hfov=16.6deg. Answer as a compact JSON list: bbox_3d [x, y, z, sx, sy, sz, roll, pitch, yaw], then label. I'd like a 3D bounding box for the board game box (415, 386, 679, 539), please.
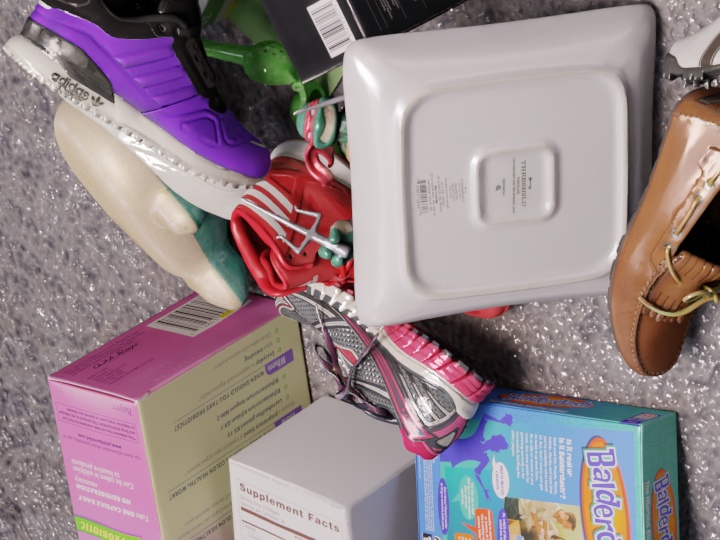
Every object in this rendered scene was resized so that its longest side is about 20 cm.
[{"bbox_3d":[0.127,0.163,1.702,0.200,0.045,0.152,7,104,41],"label":"board game box"}]

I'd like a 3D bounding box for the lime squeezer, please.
[{"bbox_3d":[-0.057,-0.115,1.715,0.200,0.038,0.071,42,117,-12],"label":"lime squeezer"}]

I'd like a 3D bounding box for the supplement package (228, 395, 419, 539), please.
[{"bbox_3d":[-0.014,0.216,1.831,0.117,0.117,0.200,19,124,35],"label":"supplement package"}]

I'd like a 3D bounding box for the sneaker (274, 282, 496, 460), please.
[{"bbox_3d":[0.002,0.058,1.725,0.200,0.081,0.075,34,93,43],"label":"sneaker"}]

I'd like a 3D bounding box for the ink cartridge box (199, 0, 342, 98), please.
[{"bbox_3d":[-0.080,-0.218,1.703,0.200,0.048,0.146,48,136,15],"label":"ink cartridge box"}]

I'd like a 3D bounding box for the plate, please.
[{"bbox_3d":[0.093,-0.058,1.539,0.032,0.200,0.200,-114,18,-61],"label":"plate"}]

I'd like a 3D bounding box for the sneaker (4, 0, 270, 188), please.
[{"bbox_3d":[-0.125,-0.132,1.614,0.100,0.200,0.070,-57,29,4],"label":"sneaker"}]

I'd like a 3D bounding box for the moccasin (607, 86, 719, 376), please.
[{"bbox_3d":[0.211,-0.015,1.533,0.078,0.074,0.202,39,125,32],"label":"moccasin"}]

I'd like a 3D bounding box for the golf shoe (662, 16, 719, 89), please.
[{"bbox_3d":[0.254,-0.160,1.417,0.200,0.078,0.095,-15,84,45],"label":"golf shoe"}]

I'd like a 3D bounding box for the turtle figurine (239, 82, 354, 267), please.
[{"bbox_3d":[0.027,-0.081,1.606,0.200,0.101,0.150,10,122,7],"label":"turtle figurine"}]

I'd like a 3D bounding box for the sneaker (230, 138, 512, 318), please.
[{"bbox_3d":[0.000,0.000,1.677,0.200,0.116,0.078,27,139,13],"label":"sneaker"}]

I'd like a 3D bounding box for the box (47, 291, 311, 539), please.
[{"bbox_3d":[-0.125,0.140,1.849,0.097,0.176,0.200,11,120,39],"label":"box"}]

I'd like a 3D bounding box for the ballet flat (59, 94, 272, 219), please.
[{"bbox_3d":[-0.125,-0.099,1.711,0.200,0.069,0.069,35,139,-14],"label":"ballet flat"}]

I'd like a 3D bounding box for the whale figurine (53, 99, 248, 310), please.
[{"bbox_3d":[-0.137,-0.065,1.817,0.200,0.104,0.159,53,170,-24],"label":"whale figurine"}]

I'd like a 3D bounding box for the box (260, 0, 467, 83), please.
[{"bbox_3d":[-0.017,-0.240,1.562,0.079,0.141,0.200,-22,97,49],"label":"box"}]
